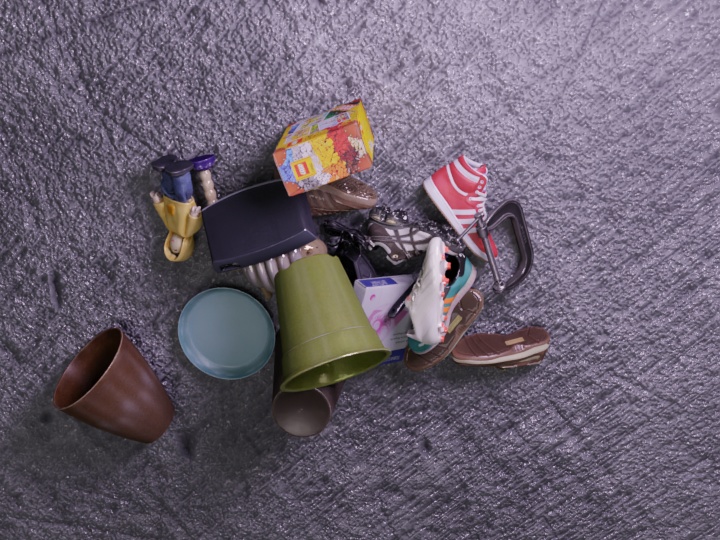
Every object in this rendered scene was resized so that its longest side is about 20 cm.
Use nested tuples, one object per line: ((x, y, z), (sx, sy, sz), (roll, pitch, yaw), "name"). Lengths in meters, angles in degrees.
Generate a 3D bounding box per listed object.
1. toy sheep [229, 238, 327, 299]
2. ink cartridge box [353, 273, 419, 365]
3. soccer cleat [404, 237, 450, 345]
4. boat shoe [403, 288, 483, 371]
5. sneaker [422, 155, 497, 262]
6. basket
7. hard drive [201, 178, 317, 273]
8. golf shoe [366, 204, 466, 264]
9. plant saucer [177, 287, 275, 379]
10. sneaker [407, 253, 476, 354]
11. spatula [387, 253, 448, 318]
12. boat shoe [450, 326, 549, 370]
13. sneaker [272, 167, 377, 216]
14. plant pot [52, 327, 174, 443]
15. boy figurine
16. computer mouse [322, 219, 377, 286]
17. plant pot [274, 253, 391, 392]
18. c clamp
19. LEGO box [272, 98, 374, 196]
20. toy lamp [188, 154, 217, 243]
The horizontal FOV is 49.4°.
((-0.156, -0.019, 1.453), (0.196, 0.138, 0.140), (-15, 111, 9), "toy sheep")
((0.049, 0.107, 1.478), (0.194, 0.043, 0.204), (-7, 119, -41), "ink cartridge box")
((0.114, 0.039, 1.368), (0.076, 0.069, 0.204), (7, 115, 16), "soccer cleat")
((0.166, 0.118, 1.518), (0.200, 0.076, 0.072), (-43, 82, 9), "boat shoe")
((0.215, -0.116, 1.426), (0.112, 0.072, 0.201), (-37, 104, 19), "sneaker")
((-0.104, 0.215, 1.505), (0.135, 0.201, 0.181), (-34, 106, 15), "basket")
((-0.185, -0.085, 1.382), (0.196, 0.042, 0.138), (-18, 77, 11), "hard drive")
((0.098, -0.049, 1.424), (0.197, 0.077, 0.097), (22, 105, 30), "golf shoe")
((-0.267, 0.123, 1.569), (0.195, 0.028, 0.205), (1, 112, 2), "plant saucer")
((0.138, 0.054, 1.450), (0.080, 0.071, 0.202), (39, 79, -48), "sneaker")
((0.113, 0.007, 1.426), (0.201, 0.056, 0.021), (-54, 136, -11), "spatula")
((0.273, 0.168, 1.530), (0.197, 0.075, 0.076), (-6, 128, -5), "boat shoe")
((-0.066, -0.136, 1.440), (0.196, 0.071, 0.077), (16, 124, 4), "sneaker")
((-0.472, 0.250, 1.563), (0.185, 0.188, 0.200), (-34, 122, 15), "plant pot")
((-0.342, -0.110, 1.445), (0.123, 0.064, 0.204), (24, 127, 25), "boy figurine")
((0.000, 0.000, 1.472), (0.052, 0.138, 0.204), (-27, 120, -27), "computer mouse")
((-0.068, 0.083, 1.340), (0.197, 0.200, 0.194), (-22, 72, 11), "plant pot")
((0.251, -0.037, 1.426), (0.171, 0.027, 0.202), (-46, 127, -23), "c clamp")
((-0.057, -0.213, 1.329), (0.146, 0.201, 0.078), (-18, 111, 9), "LEGO box")
((-0.273, -0.111, 1.459), (0.057, 0.058, 0.204), (-9, 109, 6), "toy lamp")
